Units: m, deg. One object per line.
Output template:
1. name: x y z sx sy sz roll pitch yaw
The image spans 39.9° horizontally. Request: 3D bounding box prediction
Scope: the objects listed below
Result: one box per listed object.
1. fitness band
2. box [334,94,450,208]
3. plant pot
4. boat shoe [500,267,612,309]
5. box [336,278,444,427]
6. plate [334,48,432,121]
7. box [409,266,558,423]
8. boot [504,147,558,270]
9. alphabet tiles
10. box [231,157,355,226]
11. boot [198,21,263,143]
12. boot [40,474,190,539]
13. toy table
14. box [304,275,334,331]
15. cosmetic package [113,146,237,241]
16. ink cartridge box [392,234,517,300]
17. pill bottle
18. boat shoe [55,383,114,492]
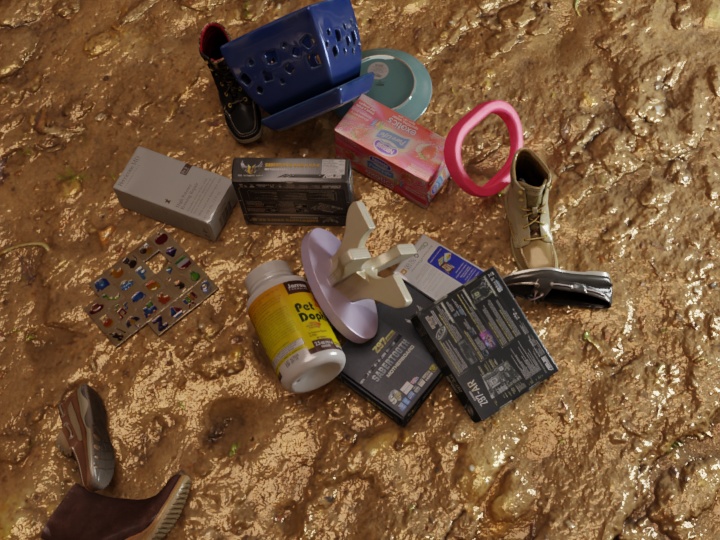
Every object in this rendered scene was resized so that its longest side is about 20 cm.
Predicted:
1. fitness band: 0.223 -0.214 1.748 0.200 0.037 0.144 -43 112 -34
2. box: 0.060 -0.213 1.773 0.200 0.103 0.095 31 69 14
3. plant pot: -0.100 -0.366 1.777 0.200 0.200 0.180 -19 101 27
4. boat shoe: 0.327 0.033 1.639 0.200 0.067 0.057 1 65 -14
5. box: 0.068 0.132 1.630 0.158 0.051 0.200 35 69 20
6. plate: 0.037 -0.352 1.892 0.200 0.026 0.201 -2 64 4
7. box: 0.198 0.118 1.590 0.160 0.044 0.200 -31 84 -18
8. boot: 0.292 -0.091 1.670 0.073 0.156 0.200 -8 64 -1
9. alphabet tiles: -0.375 0.039 1.732 0.200 0.008 0.167 -40 68 -15
10. box: -0.112 -0.135 1.717 0.199 0.158 0.048 1 65 5
11. boot: -0.240 -0.348 1.834 0.073 0.151 0.200 -15 62 5
12. boot: -0.376 0.368 1.527 0.166 0.072 0.200 29 72 15
13. toy table: 0.000 0.000 1.578 0.117 0.184 0.200 -35 85 32
14. box: -0.074 0.072 1.663 0.070 0.064 0.200 15 66 12
15. cosmetic package: -0.331 -0.139 1.782 0.200 0.074 0.102 20 66 12
16. ink cartridge box: 0.161 0.026 1.687 0.200 0.037 0.095 31 68 20
17. pill bottle: -0.110 0.085 1.562 0.109 0.109 0.200 -25 64 -9
18. boat shoe: -0.441 0.273 1.573 0.072 0.076 0.200 -25 43 1
